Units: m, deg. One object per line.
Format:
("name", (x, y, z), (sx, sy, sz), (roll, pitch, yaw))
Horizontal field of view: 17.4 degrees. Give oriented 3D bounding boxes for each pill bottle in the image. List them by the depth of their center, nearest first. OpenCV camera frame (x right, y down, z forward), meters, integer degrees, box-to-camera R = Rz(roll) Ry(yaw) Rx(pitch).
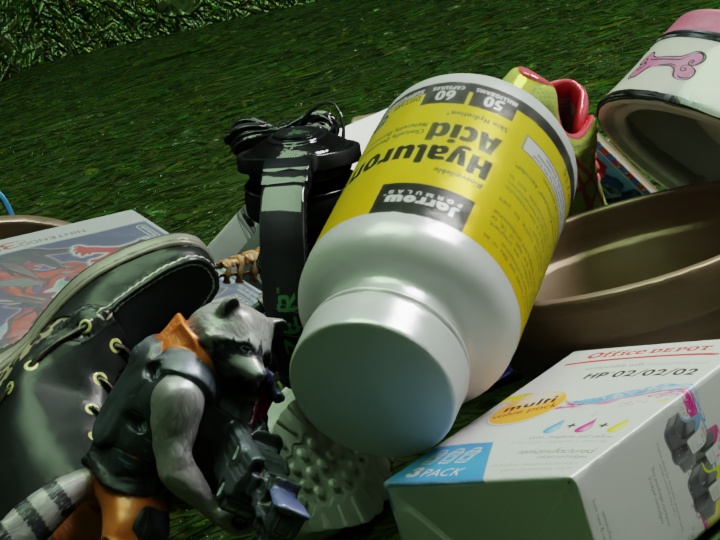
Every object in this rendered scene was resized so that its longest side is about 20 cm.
("pill bottle", (0.034, -0.002, 1.159), (0.111, 0.111, 0.200), (-11, 32, 27))

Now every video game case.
("video game case", (-0.177, 0.016, 1.477), (0.182, 0.023, 0.200), (-15, 26, -30))

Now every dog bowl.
("dog bowl", (0.241, -0.078, 1.361), (0.074, 0.200, 0.200), (-60, 25, -10))

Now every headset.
("headset", (-0.040, -0.024, 1.258), (0.094, 0.124, 0.200), (-3, 38, 9))

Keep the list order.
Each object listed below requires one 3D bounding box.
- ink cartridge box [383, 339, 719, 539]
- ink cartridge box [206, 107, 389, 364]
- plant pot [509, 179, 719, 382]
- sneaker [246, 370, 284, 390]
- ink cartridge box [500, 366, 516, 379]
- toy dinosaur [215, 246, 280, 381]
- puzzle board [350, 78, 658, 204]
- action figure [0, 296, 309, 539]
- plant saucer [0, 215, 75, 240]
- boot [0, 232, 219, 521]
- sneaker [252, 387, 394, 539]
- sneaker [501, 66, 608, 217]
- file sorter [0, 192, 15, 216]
("ink cartridge box", (0.120, 0.086, 1.111), (0.115, 0.068, 0.200), (-6, 17, 43))
("ink cartridge box", (-0.013, -0.025, 1.558), (0.145, 0.084, 0.200), (-26, -11, -39))
("plant pot", (0.157, 0.024, 1.276), (0.201, 0.093, 0.201), (-16, 12, 3))
("sneaker", (-0.130, 0.098, 1.370), (0.200, 0.080, 0.130), (-27, 14, -34))
("ink cartridge box", (0.106, 0.016, 1.498), (0.200, 0.043, 0.198), (-21, 14, -14))
("toy dinosaur", (0.000, 0.000, 1.383), (0.136, 0.200, 0.102), (-53, 30, 34))
("puzzle board", (0.108, -0.067, 1.632), (0.151, 0.017, 0.200), (-10, -30, 32))
("action figure", (-0.099, 0.097, 1.126), (0.194, 0.105, 0.200), (-56, 18, -4))
("plant saucer", (-0.212, 0.049, 1.538), (0.200, 0.200, 0.029), (-25, -25, -33))
("boot", (-0.138, 0.082, 1.294), (0.203, 0.074, 0.154), (-36, 44, -6))
("sneaker", (-0.033, 0.105, 1.268), (0.080, 0.076, 0.200), (-32, 6, 21))
("sneaker", (0.117, -0.067, 1.408), (0.078, 0.090, 0.200), (27, 0, 21))
("file sorter", (-0.306, 0.031, 1.669), (0.139, 0.123, 0.200), (-22, -5, -19))
